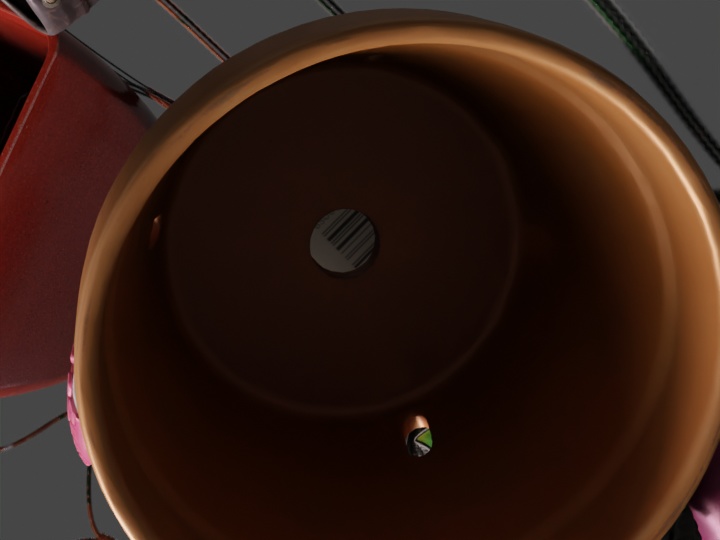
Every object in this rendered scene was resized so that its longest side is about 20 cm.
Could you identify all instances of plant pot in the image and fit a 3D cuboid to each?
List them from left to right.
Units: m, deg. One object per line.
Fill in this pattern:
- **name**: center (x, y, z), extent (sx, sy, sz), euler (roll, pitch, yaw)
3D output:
- **plant pot**: center (-0.212, -0.043, 1.184), extent (0.200, 0.200, 0.176), euler (26, -177, 32)
- **plant pot**: center (0.006, 0.007, 0.717), extent (0.200, 0.200, 0.140), euler (34, -172, -17)

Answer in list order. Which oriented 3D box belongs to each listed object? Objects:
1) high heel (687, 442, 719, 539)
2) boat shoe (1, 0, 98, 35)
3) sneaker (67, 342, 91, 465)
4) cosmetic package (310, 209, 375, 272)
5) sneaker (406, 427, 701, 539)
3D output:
- **high heel**: center (0.106, 0.068, 0.918), extent (0.067, 0.096, 0.200), euler (-3, 180, -17)
- **boat shoe**: center (-0.148, -0.145, 0.706), extent (0.200, 0.073, 0.074), euler (36, 170, -28)
- **sneaker**: center (-0.061, 0.021, 1.035), extent (0.075, 0.200, 0.081), euler (24, 138, 27)
- **cosmetic package**: center (0.000, 0.000, 0.913), extent (0.103, 0.087, 0.200), euler (45, 171, -2)
- **sneaker**: center (0.062, 0.066, 0.877), extent (0.200, 0.078, 0.085), euler (0, 103, 61)
